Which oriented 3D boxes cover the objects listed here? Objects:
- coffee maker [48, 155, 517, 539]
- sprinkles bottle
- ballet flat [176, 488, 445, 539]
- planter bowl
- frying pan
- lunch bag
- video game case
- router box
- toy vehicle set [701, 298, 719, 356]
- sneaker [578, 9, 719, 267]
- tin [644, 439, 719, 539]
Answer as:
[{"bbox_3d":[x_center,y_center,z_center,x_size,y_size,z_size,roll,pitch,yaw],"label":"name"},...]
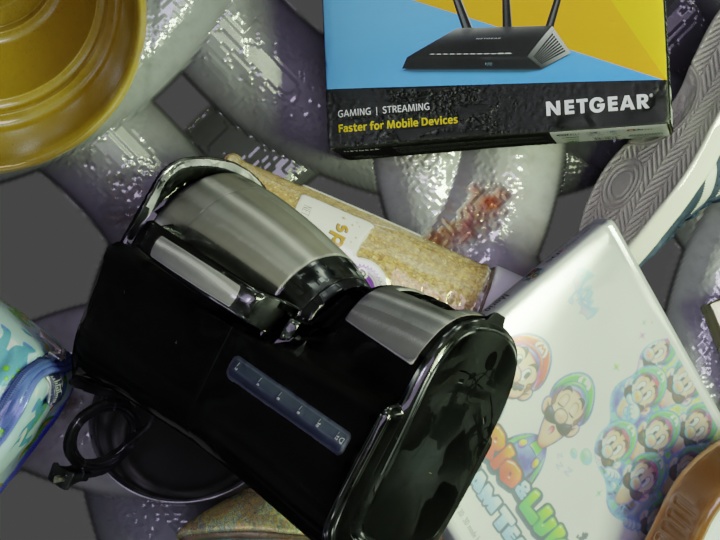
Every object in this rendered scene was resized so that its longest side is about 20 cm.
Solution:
[{"bbox_3d":[-0.040,0.068,0.881,0.199,0.134,0.194,33,119,32],"label":"coffee maker"},{"bbox_3d":[0.000,0.000,0.999,0.199,0.068,0.069,23,84,-1],"label":"sprinkles bottle"},{"bbox_3d":[-0.006,0.141,0.992,0.198,0.071,0.071,5,85,-5],"label":"ballet flat"},{"bbox_3d":[-0.220,-0.162,0.973,0.198,0.084,0.202,-2,121,-4],"label":"planter bowl"},{"bbox_3d":[-0.062,0.082,0.987,0.188,0.031,0.116,-7,52,-4],"label":"frying pan"},{"bbox_3d":[-0.239,0.107,0.930,0.082,0.161,0.201,37,87,-2],"label":"lunch bag"},{"bbox_3d":[0.121,0.104,0.973,0.182,0.024,0.201,-37,107,-18],"label":"video game case"},{"bbox_3d":[0.078,-0.147,1.000,0.198,0.051,0.151,-4,85,12],"label":"router box"},{"bbox_3d":[0.301,0.091,1.032,0.123,0.027,0.201,-22,87,-5],"label":"toy vehicle set"},{"bbox_3d":[0.212,-0.065,1.021,0.084,0.075,0.201,32,99,-32],"label":"sneaker"},{"bbox_3d":[0.202,0.189,0.976,0.111,0.042,0.201,19,100,-26],"label":"tin"}]
